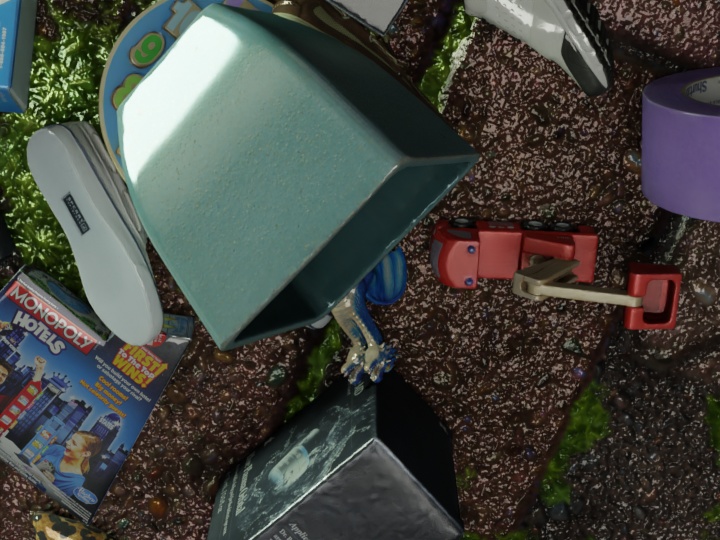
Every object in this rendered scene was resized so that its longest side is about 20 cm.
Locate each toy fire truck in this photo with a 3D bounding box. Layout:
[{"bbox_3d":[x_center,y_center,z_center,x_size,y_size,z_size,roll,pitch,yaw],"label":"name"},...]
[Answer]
[{"bbox_3d":[0.159,0.001,1.267,0.198,0.141,0.049,3,109,-2],"label":"toy fire truck"}]

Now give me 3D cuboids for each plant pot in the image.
[{"bbox_3d":[-0.065,-0.088,1.125,0.196,0.196,0.200,-46,79,18],"label":"plant pot"}]

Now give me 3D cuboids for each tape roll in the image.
[{"bbox_3d":[0.326,-0.105,1.203,0.198,0.200,0.086,-4,108,0],"label":"tape roll"}]

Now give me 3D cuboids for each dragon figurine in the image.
[{"bbox_3d":[0.000,0.000,1.287,0.059,0.201,0.099,-16,141,35],"label":"dragon figurine"}]

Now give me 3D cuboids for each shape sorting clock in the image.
[{"bbox_3d":[-0.117,-0.135,1.241,0.198,0.039,0.202,2,84,-17],"label":"shape sorting clock"}]

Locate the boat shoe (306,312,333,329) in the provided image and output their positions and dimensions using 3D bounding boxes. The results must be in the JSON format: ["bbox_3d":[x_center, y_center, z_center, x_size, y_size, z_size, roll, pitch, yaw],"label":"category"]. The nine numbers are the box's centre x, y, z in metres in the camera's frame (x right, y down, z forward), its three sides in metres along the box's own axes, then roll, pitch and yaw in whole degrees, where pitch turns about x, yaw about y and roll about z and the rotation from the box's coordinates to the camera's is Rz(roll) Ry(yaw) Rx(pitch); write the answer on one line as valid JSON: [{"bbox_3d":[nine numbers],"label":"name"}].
[{"bbox_3d":[-0.116,-0.009,1.296,0.086,0.075,0.202,-42,102,12],"label":"boat shoe"}]

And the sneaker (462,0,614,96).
[{"bbox_3d":[0.136,-0.221,1.238,0.080,0.074,0.200,-35,102,25],"label":"sneaker"}]

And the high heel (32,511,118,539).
[{"bbox_3d":[-0.238,0.315,1.366,0.071,0.143,0.200,-37,105,11],"label":"high heel"}]

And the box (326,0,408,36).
[{"bbox_3d":[-0.035,-0.289,1.135,0.196,0.200,0.118,31,105,-10],"label":"box"}]

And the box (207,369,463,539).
[{"bbox_3d":[-0.024,0.202,1.296,0.200,0.197,0.118,-40,104,11],"label":"box"}]

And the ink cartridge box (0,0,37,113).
[{"bbox_3d":[-0.364,-0.212,1.195,0.198,0.086,0.148,4,84,-4],"label":"ink cartridge box"}]

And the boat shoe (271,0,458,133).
[{"bbox_3d":[0.012,-0.165,1.244,0.202,0.075,0.075,37,62,-24],"label":"boat shoe"}]

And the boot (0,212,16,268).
[{"bbox_3d":[-0.408,-0.059,1.273,0.199,0.076,0.169,-13,105,-3],"label":"boot"}]

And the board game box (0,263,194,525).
[{"bbox_3d":[-0.252,0.089,1.329,0.200,0.062,0.200,42,100,-15],"label":"board game box"}]

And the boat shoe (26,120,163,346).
[{"bbox_3d":[-0.209,-0.036,1.269,0.073,0.065,0.201,-20,95,39],"label":"boat shoe"}]
